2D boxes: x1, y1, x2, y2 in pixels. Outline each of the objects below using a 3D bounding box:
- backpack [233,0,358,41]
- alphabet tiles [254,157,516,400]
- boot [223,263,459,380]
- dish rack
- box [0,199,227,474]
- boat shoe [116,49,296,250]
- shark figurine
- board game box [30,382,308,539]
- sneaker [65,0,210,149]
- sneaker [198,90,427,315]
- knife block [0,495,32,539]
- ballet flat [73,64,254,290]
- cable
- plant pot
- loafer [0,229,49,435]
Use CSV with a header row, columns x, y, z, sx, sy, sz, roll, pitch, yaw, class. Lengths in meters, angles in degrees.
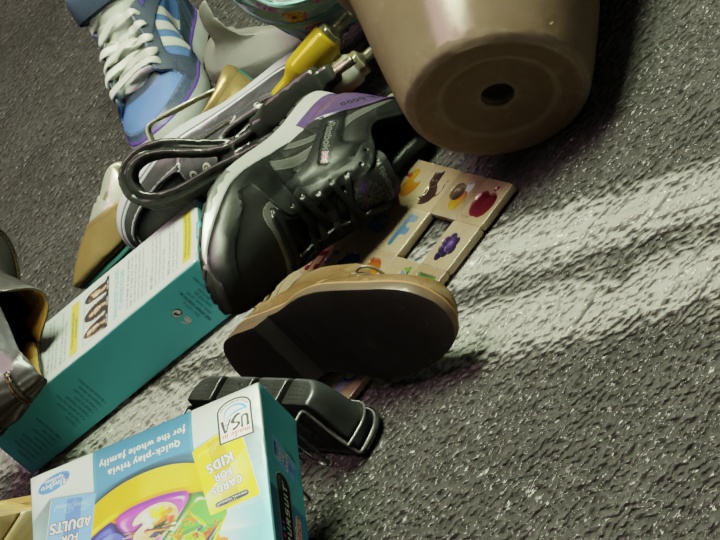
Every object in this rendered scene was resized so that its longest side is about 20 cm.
x,y,z,sx,sy,sz,roll,pitch,yaw,class
-0.011,-0.251,1.894,0.200,0.127,0.167,-39,70,10,backpack
0.000,0.000,1.744,0.167,0.008,0.200,-52,25,-9,alphabet tiles
-0.002,0.020,1.638,0.200,0.074,0.076,-13,32,54,boot
-0.089,0.147,1.621,0.153,0.054,0.201,-3,52,57,dish rack
-0.166,0.045,1.891,0.200,0.049,0.082,-39,26,19,box
-0.085,-0.074,1.923,0.200,0.070,0.066,-35,25,9,boat shoe
-0.066,-0.178,2.011,0.214,0.089,0.129,-26,32,42,shark figurine
-0.100,0.175,1.507,0.150,0.047,0.201,-24,47,17,board game box
-0.187,-0.183,2.139,0.080,0.146,0.201,-36,27,23,sneaker
-0.026,-0.050,1.736,0.087,0.076,0.200,-1,38,33,sneaker
-0.228,0.233,1.726,0.199,0.177,0.064,-9,6,-33,knife block
-0.143,-0.069,1.997,0.200,0.063,0.069,-41,0,10,ballet flat
-0.062,-0.085,1.873,0.199,0.097,0.050,-33,-9,15,cable
0.071,-0.169,1.697,0.200,0.200,0.175,-32,48,30,plant pot
-0.239,0.035,1.892,0.072,0.073,0.201,-29,39,16,loafer
